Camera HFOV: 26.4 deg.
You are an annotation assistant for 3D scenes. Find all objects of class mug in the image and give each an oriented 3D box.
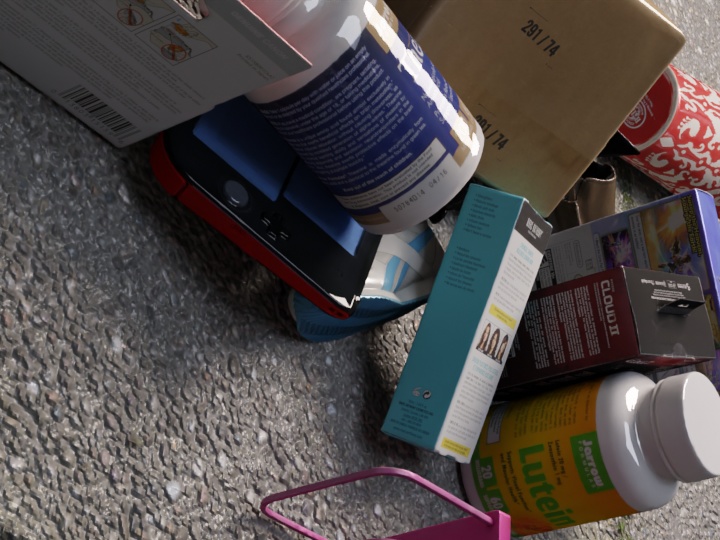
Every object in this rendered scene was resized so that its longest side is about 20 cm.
[{"bbox_3d":[0.340,-0.154,1.692,0.199,0.177,0.134,20,95,-45],"label":"mug"}]

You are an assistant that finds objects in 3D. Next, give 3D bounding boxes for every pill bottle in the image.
[{"bbox_3d":[-0.014,-0.128,1.024,0.200,0.111,0.111,48,40,-28],"label":"pill bottle"},{"bbox_3d":[0.189,0.144,1.234,0.111,0.199,0.112,29,52,-45],"label":"pill bottle"}]

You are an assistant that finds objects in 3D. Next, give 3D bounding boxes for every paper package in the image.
[{"bbox_3d":[0.109,-0.171,1.161,0.199,0.191,0.104,28,19,-32],"label":"paper package"}]

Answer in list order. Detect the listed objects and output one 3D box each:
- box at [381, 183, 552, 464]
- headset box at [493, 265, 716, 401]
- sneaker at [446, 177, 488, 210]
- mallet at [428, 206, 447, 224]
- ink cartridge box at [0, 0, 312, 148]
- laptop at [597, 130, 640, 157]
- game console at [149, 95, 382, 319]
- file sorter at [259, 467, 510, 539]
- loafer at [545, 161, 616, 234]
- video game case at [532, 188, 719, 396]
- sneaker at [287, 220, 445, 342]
[{"bbox_3d":[0.083,0.042,1.174,0.082,0.049,0.201,33,76,-63],"label":"box"},{"bbox_3d":[0.188,0.054,1.276,0.148,0.199,0.078,5,70,-53],"label":"headset box"},{"bbox_3d":[0.091,-0.096,1.337,0.200,0.076,0.091,28,43,-55],"label":"sneaker"},{"bbox_3d":[0.003,-0.122,1.209,0.200,0.041,0.066,44,42,-18],"label":"mallet"},{"bbox_3d":[-0.152,-0.163,0.915,0.200,0.173,0.044,38,47,-40],"label":"ink cartridge box"},{"bbox_3d":[0.142,-0.194,1.360,0.187,0.116,0.201,39,36,-29],"label":"laptop"},{"bbox_3d":[-0.052,-0.076,1.082,0.176,0.031,0.200,37,36,-12],"label":"game console"},{"bbox_3d":[0.003,0.245,0.981,0.125,0.138,0.201,33,50,-39],"label":"file sorter"},{"bbox_3d":[0.216,-0.070,1.488,0.201,0.071,0.073,64,35,-12],"label":"loafer"},{"bbox_3d":[0.248,0.049,1.379,0.045,0.180,0.201,11,66,-52],"label":"video game case"},{"bbox_3d":[0.000,0.000,1.156,0.200,0.076,0.081,-13,77,-62],"label":"sneaker"}]
